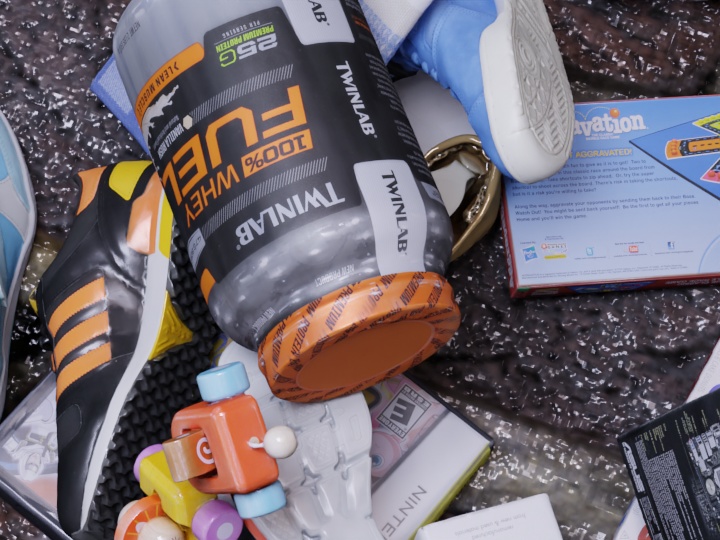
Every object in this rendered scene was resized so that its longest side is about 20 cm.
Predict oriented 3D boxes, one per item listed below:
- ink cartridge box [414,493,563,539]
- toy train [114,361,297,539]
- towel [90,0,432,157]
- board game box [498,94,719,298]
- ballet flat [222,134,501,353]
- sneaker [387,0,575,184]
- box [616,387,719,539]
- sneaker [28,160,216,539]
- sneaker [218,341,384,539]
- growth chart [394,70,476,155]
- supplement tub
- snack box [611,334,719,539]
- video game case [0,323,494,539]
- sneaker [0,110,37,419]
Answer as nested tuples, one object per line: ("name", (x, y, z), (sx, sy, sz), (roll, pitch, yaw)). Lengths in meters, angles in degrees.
("ink cartridge box", (0.081, 0.221, 1.309), (0.067, 0.116, 0.200), (-14, 72, -11))
("toy train", (-0.067, 0.144, 1.266), (0.056, 0.150, 0.200), (-19, 99, -27))
("towel", (-0.044, -0.129, 1.409), (0.147, 0.024, 0.200), (47, 109, 29))
("board game box", (0.171, -0.042, 1.458), (0.200, 0.019, 0.103), (-3, 72, -10))
("ballet flat", (0.000, 0.000, 1.388), (0.069, 0.063, 0.200), (40, 66, 5))
("sneaker", (0.038, -0.111, 1.409), (0.111, 0.077, 0.200), (-26, 55, 21))
("box", (0.216, 0.146, 1.300), (0.086, 0.164, 0.200), (-16, 81, -18))
("sneaker", (-0.128, 0.040, 1.371), (0.090, 0.070, 0.200), (6, 74, 29))
("sneaker", (-0.025, 0.125, 1.326), (0.077, 0.082, 0.200), (-13, 69, -15))
("growth chart", (0.010, -0.106, 1.479), (0.145, 0.018, 0.200), (-12, 71, -8))
("supplement tub", (-0.032, -0.047, 1.304), (0.122, 0.123, 0.200), (-19, 69, -11))
("snack box", (0.175, 0.125, 1.400), (0.072, 0.024, 0.200), (29, 70, 5))
("video game case", (-0.064, 0.094, 1.393), (0.200, 0.026, 0.181), (38, 72, 10))
("sneaker", (-0.204, -0.018, 1.369), (0.079, 0.131, 0.200), (-1, 69, -3))
